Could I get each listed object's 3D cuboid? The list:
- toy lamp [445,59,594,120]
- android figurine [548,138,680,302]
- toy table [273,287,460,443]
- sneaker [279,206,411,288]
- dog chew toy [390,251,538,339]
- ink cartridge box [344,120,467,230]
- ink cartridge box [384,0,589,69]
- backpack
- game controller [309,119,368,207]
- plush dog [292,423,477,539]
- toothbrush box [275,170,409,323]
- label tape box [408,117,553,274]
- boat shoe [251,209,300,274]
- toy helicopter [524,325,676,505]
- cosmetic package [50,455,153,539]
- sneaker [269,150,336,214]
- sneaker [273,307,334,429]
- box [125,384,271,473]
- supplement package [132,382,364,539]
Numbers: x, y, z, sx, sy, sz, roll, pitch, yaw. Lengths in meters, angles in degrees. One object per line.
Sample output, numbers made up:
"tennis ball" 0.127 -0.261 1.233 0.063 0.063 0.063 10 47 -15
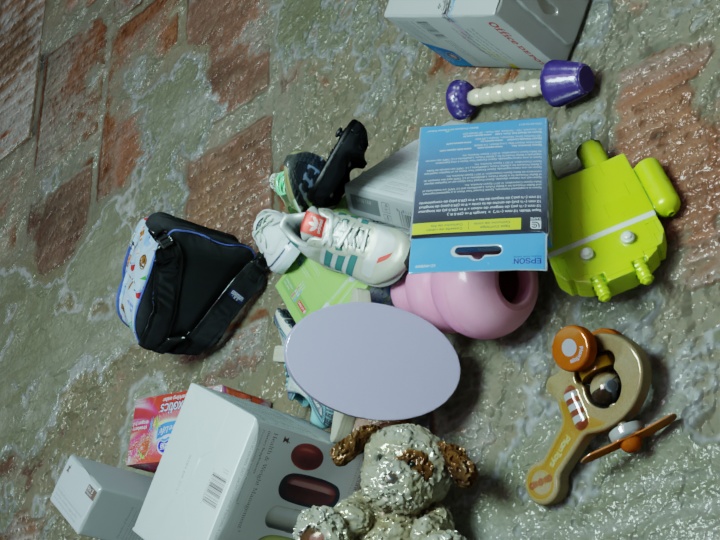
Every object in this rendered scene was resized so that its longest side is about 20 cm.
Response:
"toy lamp" 0.193 -0.221 1.376 0.199 0.058 0.059 1 72 46
"android figurine" 0.250 -0.052 1.209 0.181 0.041 0.201 -21 51 8
"toy table" 0.002 0.108 1.300 0.117 0.199 0.185 154 137 -74
"sneaker" -0.022 -0.033 1.348 0.199 0.093 0.071 14 80 51
"dog chew toy" 0.110 0.018 1.306 0.199 0.124 0.126 -7 66 53
"ink cartridge box" 0.104 -0.114 1.366 0.162 0.199 0.051 18 129 44
"ink cartridge box" 0.163 -0.346 1.398 0.199 0.147 0.146 15 82 48
"backpack" -0.267 0.022 1.648 0.154 0.199 0.192 31 101 54
"game controller" -0.026 -0.127 1.382 0.105 0.042 0.200 -51 -2 0
"plush dog" 0.046 0.253 1.223 0.198 0.160 0.173 8 81 22
"toothbrush box" 0.000 0.000 1.447 0.201 0.086 0.146 -53 41 15
"label tape box" 0.130 -0.065 1.194 0.142 0.066 0.201 -3 55 13
"boat shoe" -0.119 -0.044 1.540 0.074 0.067 0.200 -54 11 -2
"toy helicopter" 0.233 0.161 1.153 0.132 0.079 0.201 41 112 39
"cosmetic package" -0.305 0.322 1.523 0.101 0.199 0.075 28 92 49
"sneaker" -0.088 -0.106 1.499 0.088 0.200 0.077 20 75 15
"sneaker" -0.075 0.126 1.474 0.087 0.077 0.200 -55 42 15
"box" -0.226 0.226 1.566 0.199 0.095 0.101 -13 63 42
"supplement package" -0.128 0.267 1.365 0.147 0.199 0.193 19 86 48
